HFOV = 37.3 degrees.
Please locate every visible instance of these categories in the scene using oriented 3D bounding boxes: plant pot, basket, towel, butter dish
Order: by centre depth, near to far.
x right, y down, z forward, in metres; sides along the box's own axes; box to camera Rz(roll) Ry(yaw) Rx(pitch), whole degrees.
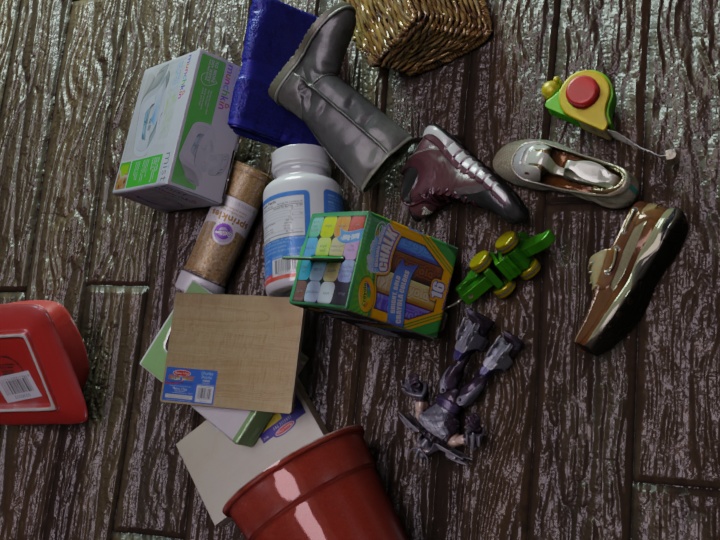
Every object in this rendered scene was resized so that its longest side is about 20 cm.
[{"bbox_3d":[-0.033,0.323,1.278,0.200,0.201,0.196,-36,72,12],"label":"plant pot"},{"bbox_3d":[0.070,-0.374,1.486,0.143,0.148,0.201,-42,57,47],"label":"basket"},{"bbox_3d":[-0.109,-0.272,1.509,0.049,0.147,0.201,-8,70,57],"label":"towel"},{"bbox_3d":[-0.480,0.115,1.573,0.199,0.148,0.200,-5,114,23],"label":"butter dish"}]

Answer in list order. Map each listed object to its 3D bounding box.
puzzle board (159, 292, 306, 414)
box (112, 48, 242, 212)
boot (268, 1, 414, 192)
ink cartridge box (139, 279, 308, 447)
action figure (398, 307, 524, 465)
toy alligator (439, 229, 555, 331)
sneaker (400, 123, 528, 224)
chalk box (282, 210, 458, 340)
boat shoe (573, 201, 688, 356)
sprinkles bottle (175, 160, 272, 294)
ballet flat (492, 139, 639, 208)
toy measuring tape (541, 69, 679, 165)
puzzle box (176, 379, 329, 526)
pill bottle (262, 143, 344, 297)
[{"bbox_3d":[-0.168,0.107,1.412,0.199,0.017,0.152,1,78,24],"label":"puzzle board"},{"bbox_3d":[-0.255,-0.195,1.538,0.176,0.096,0.201,-1,73,53],"label":"box"},{"bbox_3d":[-0.007,-0.231,1.416,0.200,0.072,0.182,43,106,23],"label":"boot"},{"bbox_3d":[-0.188,0.124,1.449,0.200,0.048,0.146,33,91,29],"label":"ink cartridge box"},{"bbox_3d":[0.116,0.151,1.316,0.130,0.069,0.201,32,94,24],"label":"action figure"},{"bbox_3d":[0.160,0.004,1.347,0.200,0.059,0.054,-38,18,19],"label":"toy alligator"},{"bbox_3d":[0.123,-0.093,1.384,0.116,0.076,0.200,-50,51,11],"label":"sneaker"},{"bbox_3d":[0.000,0.000,1.320,0.125,0.199,0.125,3,76,51],"label":"chalk box"},{"bbox_3d":[0.309,0.006,1.265,0.074,0.076,0.200,30,82,34],"label":"boat shoe"},{"bbox_3d":[-0.194,-0.054,1.519,0.068,0.068,0.201,21,85,29],"label":"sprinkles bottle"},{"bbox_3d":[0.251,-0.130,1.331,0.199,0.062,0.068,17,83,29],"label":"ballet flat"},{"bbox_3d":[0.314,-0.198,1.318,0.200,0.074,0.074,30,90,29],"label":"toy measuring tape"},{"bbox_3d":[-0.144,0.234,1.439,0.200,0.025,0.133,-38,63,12],"label":"puzzle box"},{"bbox_3d":[-0.076,-0.063,1.441,0.112,0.112,0.201,-10,71,23],"label":"pill bottle"}]
